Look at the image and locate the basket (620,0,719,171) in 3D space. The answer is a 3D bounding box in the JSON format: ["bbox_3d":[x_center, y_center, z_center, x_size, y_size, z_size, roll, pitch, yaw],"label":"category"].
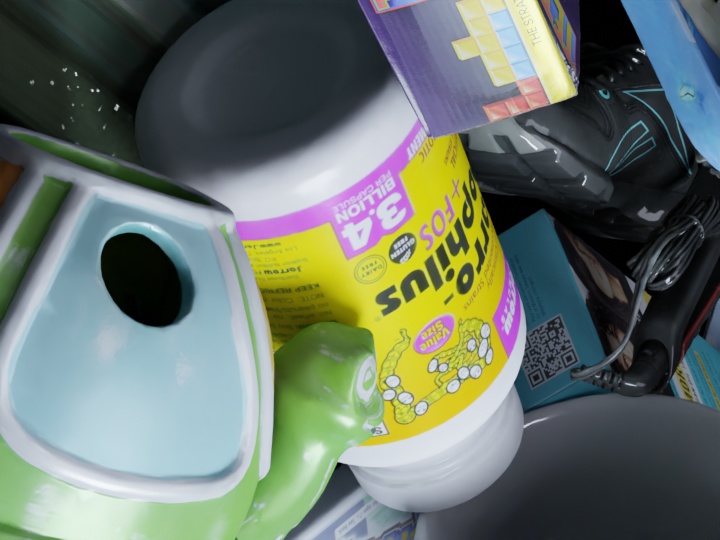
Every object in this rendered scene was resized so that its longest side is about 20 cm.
[{"bbox_3d":[0.121,-0.138,0.633,0.199,0.139,0.177,-33,95,-41],"label":"basket"}]

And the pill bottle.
[{"bbox_3d":[0.000,0.000,0.739,0.104,0.104,0.201,-50,139,-23],"label":"pill bottle"}]

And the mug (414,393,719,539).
[{"bbox_3d":[0.128,0.151,0.823,0.199,0.147,0.177,-30,128,-21],"label":"mug"}]

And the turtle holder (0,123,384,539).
[{"bbox_3d":[-0.077,0.037,0.611,0.184,0.141,0.133,19,94,-9],"label":"turtle holder"}]

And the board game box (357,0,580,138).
[{"bbox_3d":[0.011,-0.171,0.632,0.166,0.056,0.201,-82,152,-46],"label":"board game box"}]

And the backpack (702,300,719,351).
[{"bbox_3d":[0.275,0.031,1.056,0.189,0.154,0.202,9,106,-44],"label":"backpack"}]

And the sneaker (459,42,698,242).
[{"bbox_3d":[0.092,-0.063,0.863,0.200,0.075,0.080,17,84,-61],"label":"sneaker"}]

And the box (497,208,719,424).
[{"bbox_3d":[0.119,0.050,0.919,0.049,0.083,0.200,-31,147,19],"label":"box"}]

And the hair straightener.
[{"bbox_3d":[0.135,-0.019,0.846,0.200,0.041,0.078,-44,134,-43],"label":"hair straightener"}]

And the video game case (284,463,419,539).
[{"bbox_3d":[0.014,0.157,0.895,0.199,0.023,0.184,-36,132,-36],"label":"video game case"}]
